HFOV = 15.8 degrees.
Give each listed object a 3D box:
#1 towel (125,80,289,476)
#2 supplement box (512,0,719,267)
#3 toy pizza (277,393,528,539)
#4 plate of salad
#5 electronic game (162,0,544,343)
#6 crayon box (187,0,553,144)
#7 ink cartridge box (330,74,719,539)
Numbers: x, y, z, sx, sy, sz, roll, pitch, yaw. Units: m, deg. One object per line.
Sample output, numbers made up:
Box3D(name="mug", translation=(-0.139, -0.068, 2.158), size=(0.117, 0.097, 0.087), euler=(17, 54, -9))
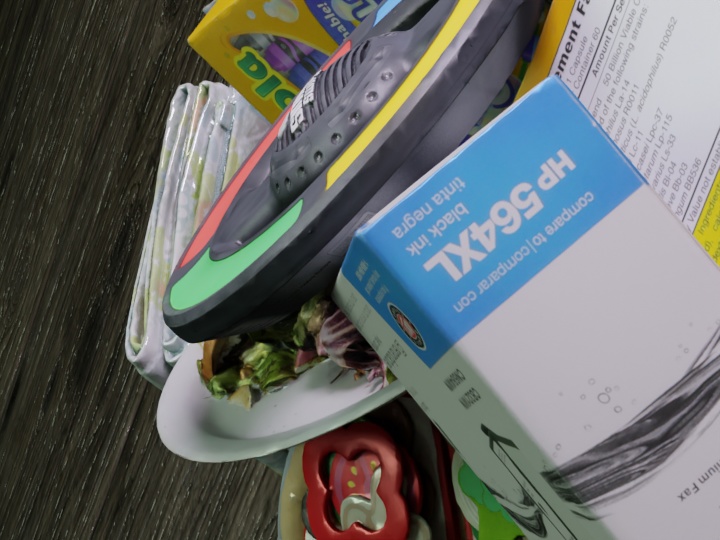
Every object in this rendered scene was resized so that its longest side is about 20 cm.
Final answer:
Box3D(name="towel", translation=(-0.034, 0.018, 1.304), size=(0.048, 0.200, 0.172), euler=(-17, 50, 35))
Box3D(name="supplement box", translation=(0.158, -0.043, 0.862), size=(0.200, 0.109, 0.109), euler=(44, 124, 41))
Box3D(name="toy pizza", translation=(0.041, 0.121, 0.983), size=(0.199, 0.032, 0.201), euler=(10, 106, 37))
Box3D(name="plate of salad", translation=(0.000, 0.000, 0.996), size=(0.199, 0.048, 0.200), euler=(-29, 20, 12))
Box3D(name="electronic game", translation=(-0.003, -0.054, 0.940), size=(0.200, 0.042, 0.200), euler=(-47, 13, 14))
Box3D(name="crayon box", translation=(0.015, -0.095, 1.088), size=(0.200, 0.126, 0.052), euler=(-33, 18, 51))
Box3D(name="ink cartridge box", translation=(0.086, 0.051, 0.833), size=(0.084, 0.200, 0.146), euler=(-38, -5, -9))
